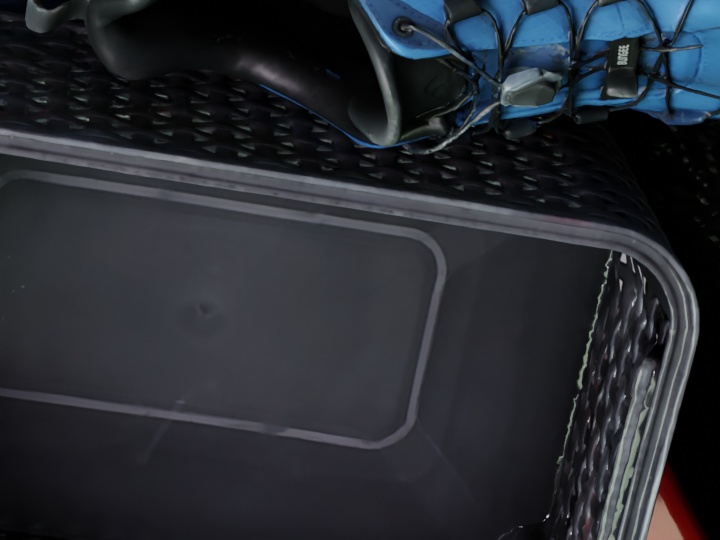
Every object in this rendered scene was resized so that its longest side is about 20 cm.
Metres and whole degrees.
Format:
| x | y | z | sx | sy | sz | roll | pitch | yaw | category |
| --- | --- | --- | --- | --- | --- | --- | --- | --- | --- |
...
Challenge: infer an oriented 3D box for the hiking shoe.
| x | y | z | sx | sy | sz | roll | pitch | yaw | category |
| --- | --- | --- | --- | --- | --- | --- | --- | --- | --- |
| 0.035 | -0.052 | 0.647 | 0.200 | 0.087 | 0.074 | 13 | 142 | 15 | hiking shoe |

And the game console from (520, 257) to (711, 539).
| x | y | z | sx | sy | sz | roll | pitch | yaw | category |
| --- | --- | --- | --- | --- | --- | --- | --- | --- | --- |
| 0.027 | 0.086 | 0.840 | 0.200 | 0.119 | 0.172 | -24 | 157 | 31 | game console |

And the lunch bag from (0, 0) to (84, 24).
| x | y | z | sx | sy | sz | roll | pitch | yaw | category |
| --- | --- | --- | --- | --- | --- | --- | --- | --- | --- |
| -0.161 | -0.046 | 0.775 | 0.136 | 0.200 | 0.132 | -125 | 17 | -46 | lunch bag |

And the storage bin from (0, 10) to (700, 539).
| x | y | z | sx | sy | sz | roll | pitch | yaw | category |
| --- | --- | --- | --- | --- | --- | --- | --- | --- | --- |
| -0.035 | 0.025 | 0.687 | 0.200 | 0.094 | 0.135 | 9 | 109 | -9 | storage bin |
